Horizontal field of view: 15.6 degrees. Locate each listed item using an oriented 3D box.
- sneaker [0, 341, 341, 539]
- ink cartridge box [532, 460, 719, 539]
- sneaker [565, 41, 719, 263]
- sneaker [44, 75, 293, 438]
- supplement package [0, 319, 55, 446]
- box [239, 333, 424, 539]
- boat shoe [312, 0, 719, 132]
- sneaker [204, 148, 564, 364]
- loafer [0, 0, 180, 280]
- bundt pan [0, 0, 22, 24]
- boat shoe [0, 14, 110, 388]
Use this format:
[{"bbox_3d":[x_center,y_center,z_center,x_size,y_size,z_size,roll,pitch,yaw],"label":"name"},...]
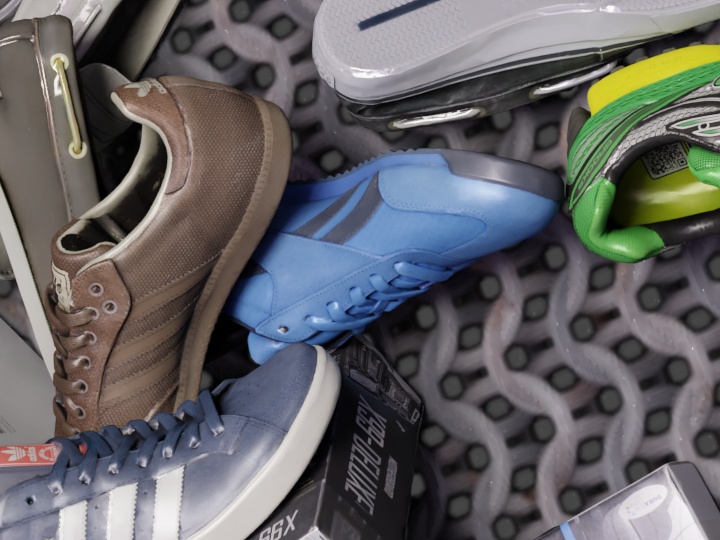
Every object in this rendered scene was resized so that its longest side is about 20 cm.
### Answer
[{"bbox_3d":[-0.100,0.083,0.988,0.200,0.075,0.085,-41,106,1],"label":"sneaker"},{"bbox_3d":[0.130,0.185,1.021,0.099,0.039,0.201,-33,76,19],"label":"ink cartridge box"},{"bbox_3d":[0.167,-0.054,0.978,0.199,0.085,0.078,-27,118,26],"label":"sneaker"},{"bbox_3d":[-0.098,0.016,1.038,0.070,0.075,0.201,40,110,58],"label":"sneaker"},{"bbox_3d":[-0.228,0.065,1.102,0.156,0.200,0.111,43,106,19],"label":"supplement package"},{"bbox_3d":[-0.070,0.125,1.051,0.200,0.158,0.050,-35,109,19],"label":"box"},{"bbox_3d":[0.079,-0.108,1.042,0.199,0.071,0.072,-14,68,4],"label":"boat shoe"},{"bbox_3d":[0.000,0.000,1.050,0.199,0.066,0.079,-10,67,42],"label":"sneaker"},{"bbox_3d":[-0.120,-0.083,1.130,0.070,0.070,0.201,28,103,21],"label":"loafer"},{"bbox_3d":[-0.210,-0.203,1.166,0.201,0.076,0.203,-3,83,23],"label":"bundt pan"},{"bbox_3d":[-0.115,-0.010,1.096,0.060,0.072,0.202,-19,114,3],"label":"boat shoe"}]
